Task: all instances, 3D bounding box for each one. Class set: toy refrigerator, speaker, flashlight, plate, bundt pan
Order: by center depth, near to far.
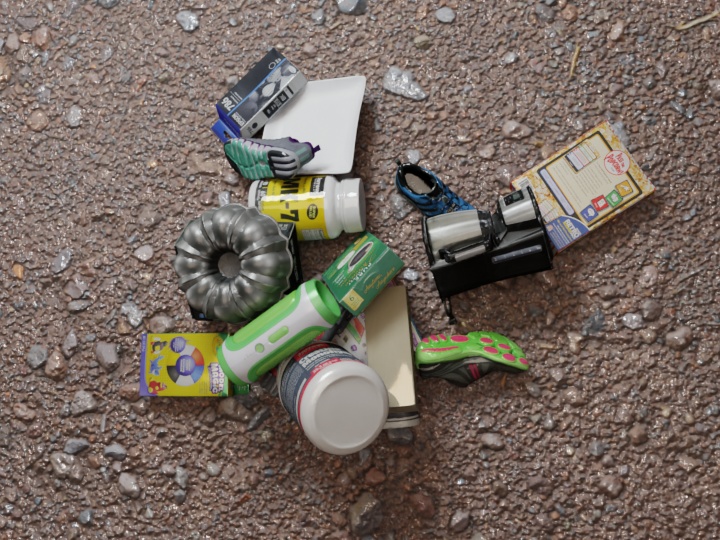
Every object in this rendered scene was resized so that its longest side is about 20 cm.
[{"bbox_3d":[-0.130,0.100,1.169,0.199,0.088,0.089,-35,78,12],"label":"speaker"},{"bbox_3d":[-0.213,-0.008,1.185,0.199,0.076,0.205,1,94,10],"label":"bundt pan"},{"bbox_3d":[0.051,0.134,1.238,0.075,0.070,0.203,-7,70,8],"label":"toy refrigerator"},{"bbox_3d":[-0.095,0.131,1.278,0.068,0.068,0.201,30,87,37],"label":"flashlight"},{"bbox_3d":[-0.088,-0.259,1.361,0.198,0.032,0.202,0,69,23],"label":"plate"}]

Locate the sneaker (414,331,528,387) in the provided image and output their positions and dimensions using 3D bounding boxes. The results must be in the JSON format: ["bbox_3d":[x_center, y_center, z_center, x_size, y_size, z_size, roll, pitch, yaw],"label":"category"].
[{"bbox_3d":[0.191,0.157,1.274,0.197,0.077,0.085,3,125,-1],"label":"sneaker"}]

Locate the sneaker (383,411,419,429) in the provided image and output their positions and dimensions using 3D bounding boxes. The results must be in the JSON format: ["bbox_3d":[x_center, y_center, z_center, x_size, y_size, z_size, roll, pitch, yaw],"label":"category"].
[{"bbox_3d":[0.001,0.241,1.283,0.197,0.078,0.081,-7,86,-3],"label":"sneaker"}]

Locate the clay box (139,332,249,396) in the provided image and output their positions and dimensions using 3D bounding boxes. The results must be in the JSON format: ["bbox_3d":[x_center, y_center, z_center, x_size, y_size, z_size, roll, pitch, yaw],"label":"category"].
[{"bbox_3d":[-0.304,0.173,1.355,0.197,0.048,0.117,-2,82,10],"label":"clay box"}]

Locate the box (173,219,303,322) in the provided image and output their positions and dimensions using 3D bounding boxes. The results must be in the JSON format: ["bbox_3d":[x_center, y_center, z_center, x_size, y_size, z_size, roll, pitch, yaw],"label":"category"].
[{"bbox_3d":[-0.208,0.003,1.301,0.197,0.087,0.165,2,125,9],"label":"box"}]

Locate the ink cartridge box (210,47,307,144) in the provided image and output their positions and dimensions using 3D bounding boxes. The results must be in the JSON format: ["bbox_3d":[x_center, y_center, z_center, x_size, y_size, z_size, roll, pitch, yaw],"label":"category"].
[{"bbox_3d":[-0.202,-0.323,1.399,0.200,0.039,0.099,-46,59,1],"label":"ink cartridge box"}]

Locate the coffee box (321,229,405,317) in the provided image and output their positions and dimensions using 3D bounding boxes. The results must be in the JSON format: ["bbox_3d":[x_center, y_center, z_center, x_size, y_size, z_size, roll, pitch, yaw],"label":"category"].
[{"bbox_3d":[0.000,0.000,1.256,0.044,0.200,0.123,43,90,-16],"label":"coffee box"}]

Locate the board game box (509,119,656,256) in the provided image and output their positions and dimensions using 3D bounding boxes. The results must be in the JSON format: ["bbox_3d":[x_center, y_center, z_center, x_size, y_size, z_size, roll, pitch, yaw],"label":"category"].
[{"bbox_3d":[0.386,-0.143,1.289,0.199,0.046,0.152,-32,78,3],"label":"board game box"}]

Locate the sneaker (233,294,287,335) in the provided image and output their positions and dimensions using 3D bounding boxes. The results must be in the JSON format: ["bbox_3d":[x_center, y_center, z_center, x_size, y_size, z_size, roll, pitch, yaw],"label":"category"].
[{"bbox_3d":[-0.157,0.122,1.259,0.077,0.100,0.200,27,129,-22],"label":"sneaker"}]

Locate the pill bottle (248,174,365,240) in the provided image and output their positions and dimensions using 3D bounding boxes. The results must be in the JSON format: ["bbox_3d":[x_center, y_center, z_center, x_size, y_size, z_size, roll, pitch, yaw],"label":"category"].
[{"bbox_3d":[-0.093,-0.112,1.328,0.197,0.114,0.116,-4,81,8],"label":"pill bottle"}]

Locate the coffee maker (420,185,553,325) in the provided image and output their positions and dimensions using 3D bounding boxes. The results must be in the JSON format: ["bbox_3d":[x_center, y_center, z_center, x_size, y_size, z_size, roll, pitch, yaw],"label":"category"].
[{"bbox_3d":[0.218,-0.030,1.247,0.198,0.193,0.136,-14,45,11],"label":"coffee maker"}]

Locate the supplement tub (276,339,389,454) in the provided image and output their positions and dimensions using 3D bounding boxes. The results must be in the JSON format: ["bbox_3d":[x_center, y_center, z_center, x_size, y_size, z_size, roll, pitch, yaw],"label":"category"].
[{"bbox_3d":[-0.050,0.192,1.162,0.139,0.200,0.142,-3,99,-21],"label":"supplement tub"}]

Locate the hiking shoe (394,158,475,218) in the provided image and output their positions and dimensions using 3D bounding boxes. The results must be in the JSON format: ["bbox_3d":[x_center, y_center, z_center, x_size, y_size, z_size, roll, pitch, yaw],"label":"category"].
[{"bbox_3d":[0.138,-0.119,1.305,0.199,0.087,0.075,35,88,12],"label":"hiking shoe"}]

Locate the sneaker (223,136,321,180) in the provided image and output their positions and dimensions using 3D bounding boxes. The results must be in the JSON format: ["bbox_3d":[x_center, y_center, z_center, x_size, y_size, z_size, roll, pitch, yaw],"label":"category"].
[{"bbox_3d":[-0.161,-0.209,1.330,0.199,0.075,0.087,19,41,40],"label":"sneaker"}]

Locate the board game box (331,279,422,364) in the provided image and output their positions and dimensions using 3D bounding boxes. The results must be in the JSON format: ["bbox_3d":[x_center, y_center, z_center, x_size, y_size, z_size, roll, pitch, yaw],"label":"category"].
[{"bbox_3d":[-0.002,0.115,1.318,0.198,0.040,0.154,-27,79,5],"label":"board game box"}]
